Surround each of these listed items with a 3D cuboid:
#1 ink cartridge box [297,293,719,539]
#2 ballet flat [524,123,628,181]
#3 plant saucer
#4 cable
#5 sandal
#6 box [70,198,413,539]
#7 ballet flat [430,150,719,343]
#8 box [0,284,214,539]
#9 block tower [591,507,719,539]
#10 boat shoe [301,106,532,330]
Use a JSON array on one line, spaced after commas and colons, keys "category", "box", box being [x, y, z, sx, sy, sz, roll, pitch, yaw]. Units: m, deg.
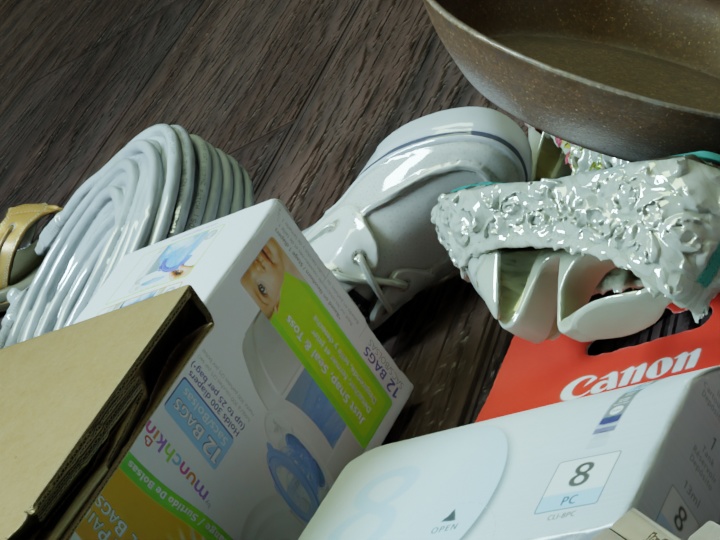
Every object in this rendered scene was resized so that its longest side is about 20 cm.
[{"category": "ink cartridge box", "box": [0.073, 0.055, 0.792, 0.159, 0.047, 0.200, -18, 27, 40]}, {"category": "ballet flat", "box": [0.104, -0.055, 0.973, 0.200, 0.075, 0.064, -111, 45, -75]}, {"category": "plant saucer", "box": [0.116, -0.080, 0.869, 0.198, 0.037, 0.201, 11, 22, -4]}, {"category": "cable", "box": [-0.125, 0.024, 1.085, 0.200, 0.069, 0.201, -44, 24, 42]}, {"category": "sandal", "box": [-0.235, -0.012, 1.450, 0.199, 0.054, 0.081, -26, 22, 27]}, {"category": "box", "box": [-0.080, 0.083, 0.883, 0.101, 0.113, 0.200, -18, 27, 40]}, {"category": "ballet flat", "box": [0.080, -0.005, 0.842, 0.072, 0.072, 0.200, -43, 14, -22]}, {"category": "box", "box": [-0.160, 0.085, 0.818, 0.199, 0.021, 0.164, -19, 29, 42]}, {"category": "block tower", "box": [0.035, 0.152, 0.621, 0.199, 0.054, 0.058, -38, 20, -8]}, {"category": "boat shoe", "box": [0.000, 0.000, 1.003, 0.199, 0.071, 0.070, -33, 26, 31]}]
